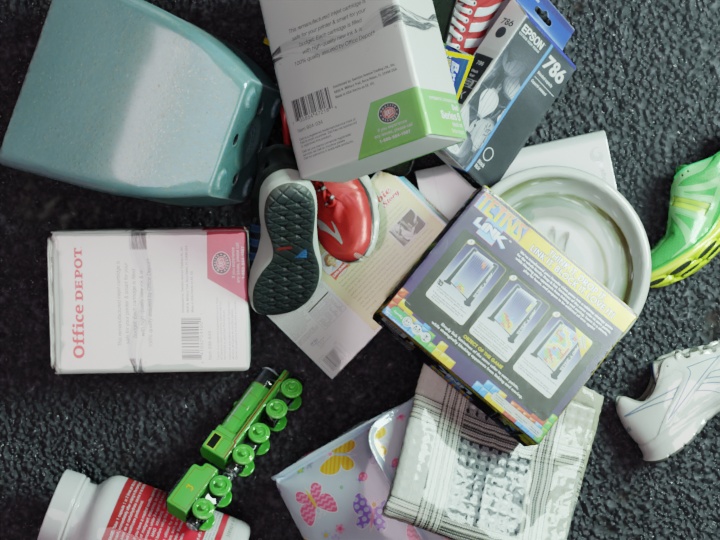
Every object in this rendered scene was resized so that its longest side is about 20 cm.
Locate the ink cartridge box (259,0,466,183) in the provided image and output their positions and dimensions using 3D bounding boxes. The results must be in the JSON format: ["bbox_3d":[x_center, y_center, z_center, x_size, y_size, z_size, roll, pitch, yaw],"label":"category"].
[{"bbox_3d":[-0.001,-0.198,1.606,0.145,0.084,0.201,-17,82,29],"label":"ink cartridge box"}]

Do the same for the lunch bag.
[{"bbox_3d":[0.038,0.227,1.728,0.200,0.127,0.170,-28,85,9],"label":"lunch bag"}]

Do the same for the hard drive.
[{"bbox_3d":[0.167,-0.059,1.776,0.199,0.026,0.132,-12,94,1],"label":"hard drive"}]

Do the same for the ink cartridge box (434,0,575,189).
[{"bbox_3d":[0.148,-0.185,1.722,0.099,0.039,0.200,38,82,-41],"label":"ink cartridge box"}]

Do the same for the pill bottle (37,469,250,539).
[{"bbox_3d":[-0.221,0.277,1.752,0.200,0.112,0.113,21,93,-2],"label":"pill bottle"}]

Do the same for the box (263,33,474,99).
[{"bbox_3d":[0.007,-0.217,1.687,0.200,0.064,0.070,28,104,28],"label":"box"}]

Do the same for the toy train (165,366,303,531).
[{"bbox_3d":[-0.127,0.177,1.744,0.056,0.042,0.200,29,61,13],"label":"toy train"}]

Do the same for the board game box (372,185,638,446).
[{"bbox_3d":[0.140,0.045,1.669,0.200,0.057,0.165,41,77,-2],"label":"board game box"}]

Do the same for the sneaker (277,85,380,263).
[{"bbox_3d":[-0.044,-0.100,1.703,0.077,0.085,0.200,-23,77,26],"label":"sneaker"}]

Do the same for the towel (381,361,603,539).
[{"bbox_3d":[0.134,0.175,1.683,0.192,0.035,0.200,20,66,-7],"label":"towel"}]

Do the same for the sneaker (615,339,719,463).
[{"bbox_3d":[0.350,0.110,1.767,0.200,0.075,0.087,-40,88,2],"label":"sneaker"}]

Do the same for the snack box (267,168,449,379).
[{"bbox_3d":[0.000,0.000,1.759,0.116,0.037,0.200,45,99,1],"label":"snack box"}]

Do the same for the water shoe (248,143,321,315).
[{"bbox_3d":[-0.075,-0.039,1.691,0.071,0.200,0.079,-3,49,-13],"label":"water shoe"}]

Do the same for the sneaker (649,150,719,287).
[{"bbox_3d":[0.347,-0.064,1.764,0.084,0.074,0.200,43,96,22],"label":"sneaker"}]

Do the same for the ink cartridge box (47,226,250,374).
[{"bbox_3d":[-0.213,0.029,1.750,0.199,0.085,0.146,-1,94,-2],"label":"ink cartridge box"}]

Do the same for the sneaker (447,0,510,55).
[{"bbox_3d":[0.099,-0.263,1.711,0.071,0.112,0.200,29,89,27],"label":"sneaker"}]

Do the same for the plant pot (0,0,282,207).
[{"bbox_3d":[-0.193,-0.155,1.658,0.200,0.196,0.197,21,93,15],"label":"plant pot"}]

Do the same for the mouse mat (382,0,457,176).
[{"bbox_3d":[0.008,-0.209,1.727,0.161,0.008,0.200,20,102,28],"label":"mouse mat"}]

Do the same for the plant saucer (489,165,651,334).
[{"bbox_3d":[0.190,-0.004,1.735,0.200,0.050,0.201,0,88,-5],"label":"plant saucer"}]
